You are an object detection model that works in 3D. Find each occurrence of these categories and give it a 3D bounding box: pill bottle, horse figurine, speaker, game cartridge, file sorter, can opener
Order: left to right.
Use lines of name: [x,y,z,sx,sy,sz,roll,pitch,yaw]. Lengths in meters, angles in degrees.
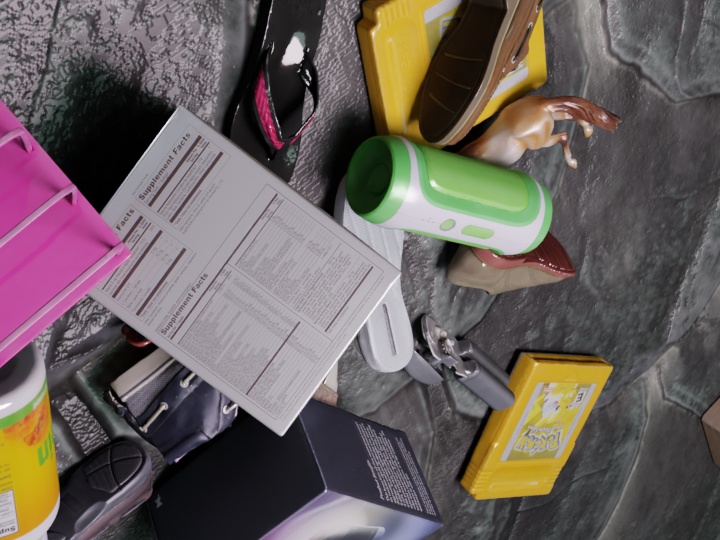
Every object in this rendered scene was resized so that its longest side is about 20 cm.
file sorter: [-0.259,-0.045,0.737,0.139,0.125,0.200,-41,97,-13]
pill bottle: [-0.297,0.155,0.923,0.111,0.111,0.201,-20,129,-32]
speaker: [0.085,-0.068,1.093,0.199,0.088,0.089,11,109,-37]
can opener: [0.107,0.112,1.331,0.067,0.054,0.200,-26,143,18]
game cartridge: [0.091,-0.208,1.099,0.200,0.032,0.177,-34,135,-23]
horse figurine: [0.158,-0.121,1.176,0.200,0.050,0.132,-36,142,25]
game cartridge: [0.225,0.200,1.491,0.176,0.032,0.201,6,111,-45]

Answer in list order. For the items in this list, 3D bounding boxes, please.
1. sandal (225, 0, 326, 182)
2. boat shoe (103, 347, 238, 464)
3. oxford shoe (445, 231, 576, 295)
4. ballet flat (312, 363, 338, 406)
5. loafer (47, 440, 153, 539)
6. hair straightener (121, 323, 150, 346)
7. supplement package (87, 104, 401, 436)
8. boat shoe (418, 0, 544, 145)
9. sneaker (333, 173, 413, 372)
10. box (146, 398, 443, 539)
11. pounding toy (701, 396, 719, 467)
sandal: [-0.064,-0.152,0.981,0.075,0.045,0.201,-8,122,-40]
boat shoe: [-0.120,0.084,1.028,0.200,0.093,0.075,-38,176,1]
oxford shoe: [0.165,-0.010,1.293,0.199,0.071,0.075,9,137,-47]
ballet flat: [-0.059,0.093,1.140,0.067,0.068,0.200,-52,141,-13]
loafer: [-0.266,0.233,1.041,0.200,0.072,0.063,-35,140,-25]
hair straightener: [-0.124,-0.009,1.025,0.199,0.041,0.077,-27,133,-26]
supplement package: [-0.095,-0.002,0.903,0.151,0.200,0.152,-53,-176,0]
boat shoe: [0.121,-0.201,1.056,0.068,0.072,0.201,11,109,-44]
sneaker: [0.000,0.000,1.131,0.073,0.071,0.201,-14,105,-31]
box: [-0.064,0.237,1.143,0.200,0.124,0.198,-39,141,19]
pounding toy: [0.666,0.232,1.851,0.200,0.142,0.184,-44,139,-10]
